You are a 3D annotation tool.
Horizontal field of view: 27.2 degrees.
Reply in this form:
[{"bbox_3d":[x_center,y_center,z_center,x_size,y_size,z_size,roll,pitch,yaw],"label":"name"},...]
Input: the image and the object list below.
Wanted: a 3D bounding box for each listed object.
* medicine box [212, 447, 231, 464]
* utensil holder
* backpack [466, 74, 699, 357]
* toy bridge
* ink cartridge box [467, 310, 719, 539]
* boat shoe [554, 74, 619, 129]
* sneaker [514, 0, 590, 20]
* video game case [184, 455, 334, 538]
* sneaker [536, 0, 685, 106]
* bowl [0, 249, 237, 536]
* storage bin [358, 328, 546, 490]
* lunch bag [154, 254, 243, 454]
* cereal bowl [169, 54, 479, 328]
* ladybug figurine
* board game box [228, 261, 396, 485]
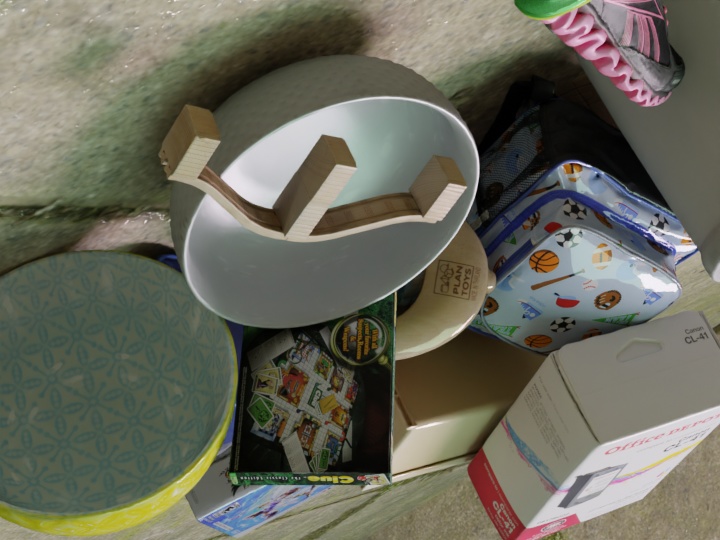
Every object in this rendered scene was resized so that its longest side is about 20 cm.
[{"bbox_3d":[-0.079,0.117,1.452,0.199,0.103,0.182,-28,165,-1],"label":"medicine box"},{"bbox_3d":[0.271,-0.121,1.064,0.169,0.201,0.170,-26,162,-9],"label":"utensil holder"},{"bbox_3d":[0.148,-0.020,1.155,0.199,0.155,0.190,29,136,-26],"label":"backpack"},{"bbox_3d":[-0.028,-0.047,0.861,0.199,0.027,0.067,8,132,-38],"label":"toy bridge"},{"bbox_3d":[0.190,0.128,1.181,0.147,0.086,0.200,-14,155,-24],"label":"ink cartridge box"},{"bbox_3d":[0.161,-0.100,1.229,0.200,0.072,0.065,-46,178,30],"label":"boat shoe"},{"bbox_3d":[0.134,-0.218,0.781,0.083,0.074,0.200,-12,150,-51],"label":"sneaker"},{"bbox_3d":[-0.066,0.191,1.432,0.181,0.046,0.200,-28,165,-2],"label":"video game case"},{"bbox_3d":[0.164,-0.173,0.926,0.095,0.079,0.200,-47,143,13],"label":"sneaker"},{"bbox_3d":[-0.176,0.098,0.983,0.199,0.201,0.108,-23,147,-15],"label":"bowl"},{"bbox_3d":[0.059,0.056,1.250,0.199,0.199,0.094,-9,151,-33],"label":"storage bin"},{"bbox_3d":[-0.142,0.078,1.147,0.132,0.136,0.200,-31,166,15],"label":"lunch bag"},{"bbox_3d":[-0.030,-0.059,0.937,0.199,0.084,0.201,-18,143,-14],"label":"cereal bowl"},{"bbox_3d":[0.000,0.000,1.092,0.199,0.137,0.072,10,175,7],"label":"ladybug figurine"},{"bbox_3d":[-0.028,0.050,0.993,0.104,0.201,0.024,-1,144,6],"label":"board game box"}]
